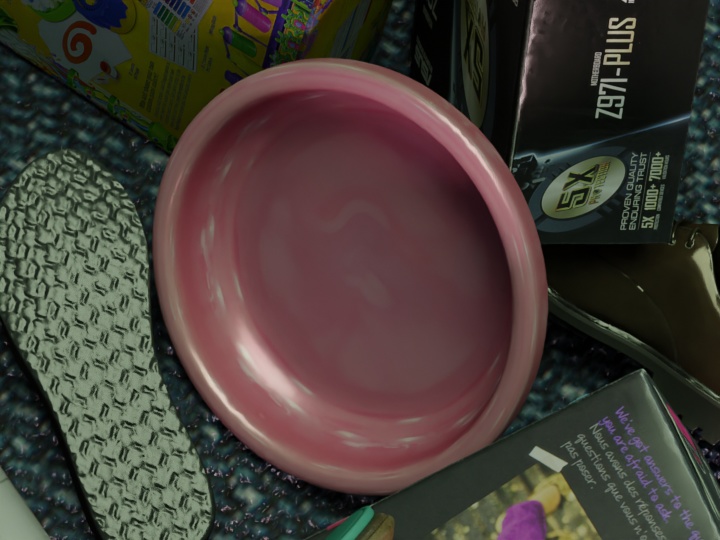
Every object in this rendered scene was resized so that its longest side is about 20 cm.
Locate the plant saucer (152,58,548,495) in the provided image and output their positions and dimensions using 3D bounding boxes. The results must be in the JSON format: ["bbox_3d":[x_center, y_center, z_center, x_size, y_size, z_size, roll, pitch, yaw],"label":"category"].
[{"bbox_3d":[0.000,0.000,1.325,0.200,0.201,0.051,43,33,13],"label":"plant saucer"}]

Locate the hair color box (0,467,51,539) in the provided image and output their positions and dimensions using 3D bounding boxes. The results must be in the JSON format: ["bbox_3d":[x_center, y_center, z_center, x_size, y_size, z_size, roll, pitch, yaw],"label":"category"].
[{"bbox_3d":[-0.229,0.080,1.292,0.101,0.061,0.200,-28,69,-24],"label":"hair color box"}]

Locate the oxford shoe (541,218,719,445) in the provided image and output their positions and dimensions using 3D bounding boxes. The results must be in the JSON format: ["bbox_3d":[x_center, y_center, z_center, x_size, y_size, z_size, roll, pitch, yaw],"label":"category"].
[{"bbox_3d":[0.132,-0.001,1.391,0.200,0.085,0.073,35,18,8],"label":"oxford shoe"}]

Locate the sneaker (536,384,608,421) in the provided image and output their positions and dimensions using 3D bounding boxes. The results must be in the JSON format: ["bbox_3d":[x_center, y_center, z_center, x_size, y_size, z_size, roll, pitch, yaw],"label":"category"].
[{"bbox_3d":[0.114,0.153,1.332,0.089,0.079,0.201,-15,60,0],"label":"sneaker"}]

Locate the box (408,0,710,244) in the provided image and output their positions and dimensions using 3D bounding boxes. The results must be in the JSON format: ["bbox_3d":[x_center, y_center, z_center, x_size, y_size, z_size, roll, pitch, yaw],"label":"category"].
[{"bbox_3d":[0.090,-0.130,1.372,0.086,0.165,0.200,-1,30,-12],"label":"box"}]

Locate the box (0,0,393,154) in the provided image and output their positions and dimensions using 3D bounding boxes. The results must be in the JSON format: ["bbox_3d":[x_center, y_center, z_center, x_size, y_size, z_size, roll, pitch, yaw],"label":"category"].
[{"bbox_3d":[-0.082,-0.169,1.380,0.192,0.200,0.122,33,60,6],"label":"box"}]

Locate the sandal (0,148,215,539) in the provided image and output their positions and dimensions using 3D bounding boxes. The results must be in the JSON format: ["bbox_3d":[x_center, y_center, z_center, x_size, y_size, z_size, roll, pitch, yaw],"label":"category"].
[{"bbox_3d":[-0.123,0.044,1.348,0.075,0.048,0.202,-14,79,-13],"label":"sandal"}]

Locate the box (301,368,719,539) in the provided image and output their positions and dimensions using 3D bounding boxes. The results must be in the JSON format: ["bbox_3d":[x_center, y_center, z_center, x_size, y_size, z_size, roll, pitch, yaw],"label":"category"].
[{"bbox_3d":[0.065,0.143,1.241,0.199,0.122,0.106,-27,67,7],"label":"box"}]

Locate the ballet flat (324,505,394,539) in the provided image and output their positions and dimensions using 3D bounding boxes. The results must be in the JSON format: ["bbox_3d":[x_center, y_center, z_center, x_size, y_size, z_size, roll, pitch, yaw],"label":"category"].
[{"bbox_3d":[-0.044,0.180,1.150,0.200,0.068,0.072,-40,88,-26],"label":"ballet flat"}]
